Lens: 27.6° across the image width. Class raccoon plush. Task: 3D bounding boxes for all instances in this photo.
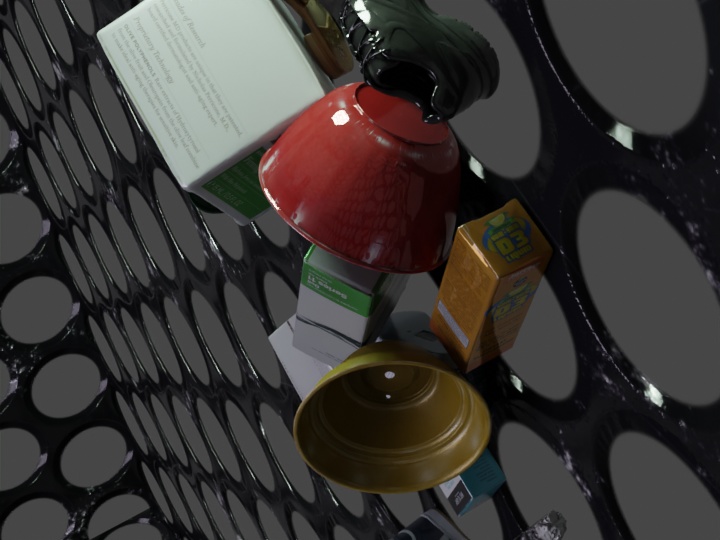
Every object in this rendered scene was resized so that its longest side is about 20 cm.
[{"bbox_3d":[0.194,0.352,1.572,0.134,0.096,0.200,52,159,11],"label":"raccoon plush"}]

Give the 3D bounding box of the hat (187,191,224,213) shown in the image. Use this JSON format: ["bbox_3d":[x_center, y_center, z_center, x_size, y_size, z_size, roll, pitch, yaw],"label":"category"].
[{"bbox_3d":[-0.073,-0.097,1.668,0.176,0.199,0.167,35,111,29],"label":"hat"}]

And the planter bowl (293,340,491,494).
[{"bbox_3d":[0.031,0.132,1.489,0.084,0.198,0.201,-93,-3,-47],"label":"planter bowl"}]

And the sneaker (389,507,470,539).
[{"bbox_3d":[0.099,0.376,1.815,0.200,0.108,0.071,34,146,56],"label":"sneaker"}]

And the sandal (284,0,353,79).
[{"bbox_3d":[-0.050,-0.293,1.447,0.212,0.069,0.078,55,-155,-23],"label":"sandal"}]

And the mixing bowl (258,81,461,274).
[{"bbox_3d":[0.018,-0.102,1.348,0.200,0.199,0.109,52,128,33],"label":"mixing bowl"}]

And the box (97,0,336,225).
[{"bbox_3d":[-0.126,-0.184,1.509,0.201,0.171,0.199,58,-174,15],"label":"box"}]

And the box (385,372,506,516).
[{"bbox_3d":[0.088,0.175,1.678,0.201,0.049,0.082,59,161,17],"label":"box"}]

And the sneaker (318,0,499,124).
[{"bbox_3d":[0.022,-0.201,1.237,0.200,0.091,0.076,39,144,14],"label":"sneaker"}]

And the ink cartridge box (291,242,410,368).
[{"bbox_3d":[0.000,0.000,1.516,0.083,0.147,0.200,26,152,7],"label":"ink cartridge box"}]

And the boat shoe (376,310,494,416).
[{"bbox_3d":[0.072,0.107,1.595,0.200,0.070,0.092,21,130,61],"label":"boat shoe"}]

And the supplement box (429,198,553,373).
[{"bbox_3d":[0.118,0.018,1.370,0.069,0.066,0.200,55,160,23],"label":"supplement box"}]

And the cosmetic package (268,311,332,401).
[{"bbox_3d":[-0.044,0.099,1.886,0.113,0.081,0.200,60,160,5],"label":"cosmetic package"}]
